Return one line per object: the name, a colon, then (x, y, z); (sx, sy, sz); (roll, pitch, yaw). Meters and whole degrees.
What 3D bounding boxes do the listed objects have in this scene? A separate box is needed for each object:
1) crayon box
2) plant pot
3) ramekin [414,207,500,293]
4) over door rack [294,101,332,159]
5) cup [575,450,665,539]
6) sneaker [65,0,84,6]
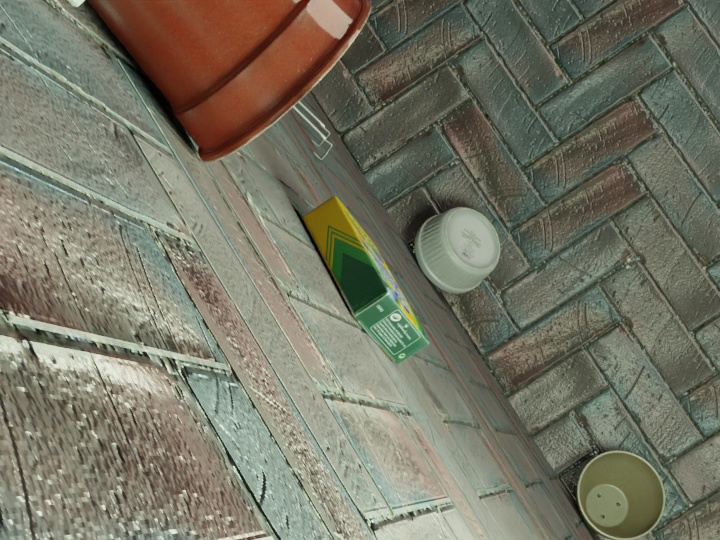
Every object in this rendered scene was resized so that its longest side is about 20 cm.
crayon box: (0.000, 0.000, 1.569); (0.126, 0.052, 0.200); (50, 8, -51)
plant pot: (-0.128, -0.231, 1.127); (0.195, 0.201, 0.201); (46, 8, -20)
ramekin: (0.239, -0.055, 3.166); (0.200, 0.105, 0.201); (15, 61, -29)
over door rack: (-0.105, -0.304, 2.348); (0.200, 0.067, 0.148); (55, 6, -14)
cup: (0.577, 0.525, 3.039); (0.201, 0.200, 0.143); (58, -14, 16)
sneaker: (-0.219, -0.296, 0.994); (0.201, 0.118, 0.074); (60, 5, 25)
